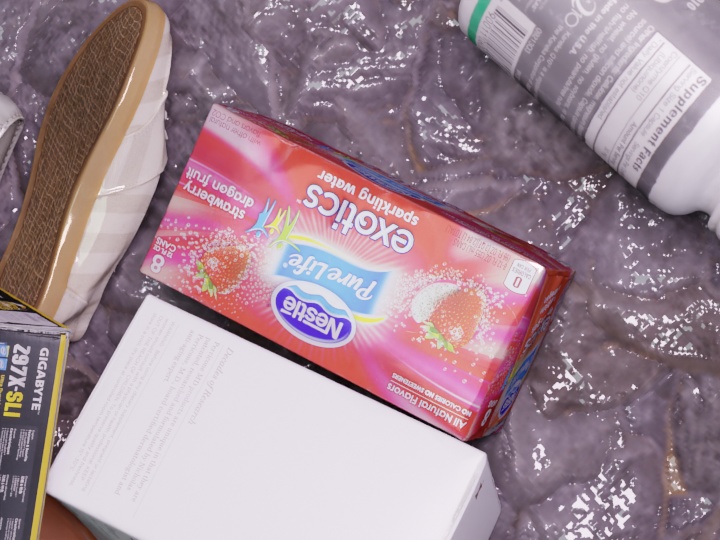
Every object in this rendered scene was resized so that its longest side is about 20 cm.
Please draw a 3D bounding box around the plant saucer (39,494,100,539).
[{"bbox_3d":[-0.213,0.199,1.198,0.198,0.037,0.202,0,88,16],"label":"plant saucer"}]

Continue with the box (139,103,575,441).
[{"bbox_3d":[0.000,0.000,1.110,0.199,0.095,0.100,27,97,14],"label":"box"}]

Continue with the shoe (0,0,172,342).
[{"bbox_3d":[-0.147,-0.053,1.180,0.070,0.053,0.201,24,92,48],"label":"shoe"}]

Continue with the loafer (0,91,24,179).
[{"bbox_3d":[-0.233,-0.004,1.193,0.069,0.070,0.201,30,104,9],"label":"loafer"}]

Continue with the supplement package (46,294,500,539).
[{"bbox_3d":[-0.041,0.118,1.094,0.199,0.117,0.118,24,74,16],"label":"supplement package"}]

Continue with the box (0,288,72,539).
[{"bbox_3d":[-0.207,0.113,1.098,0.049,0.159,0.202,7,95,-27],"label":"box"}]

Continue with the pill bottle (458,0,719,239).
[{"bbox_3d":[0.155,-0.101,1.060,0.200,0.113,0.113,43,100,11],"label":"pill bottle"}]
